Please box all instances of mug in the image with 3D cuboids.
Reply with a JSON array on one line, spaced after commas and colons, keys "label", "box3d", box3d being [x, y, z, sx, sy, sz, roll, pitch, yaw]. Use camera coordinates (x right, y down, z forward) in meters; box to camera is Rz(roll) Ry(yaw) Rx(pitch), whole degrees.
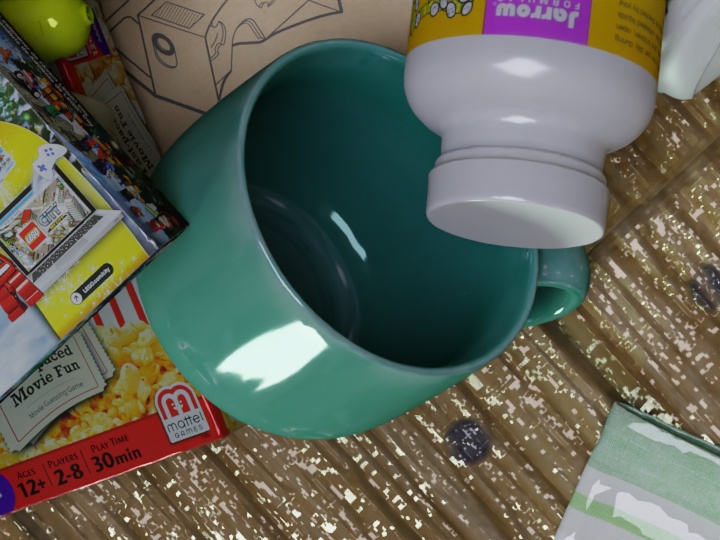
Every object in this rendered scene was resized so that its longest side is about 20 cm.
[{"label": "mug", "box3d": [-0.007, 0.004, 1.248, 0.185, 0.152, 0.114, 41, 138, -15]}]

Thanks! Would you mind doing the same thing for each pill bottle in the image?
[{"label": "pill bottle", "box3d": [0.074, -0.114, 1.209, 0.104, 0.104, 0.200, 4, 77, 12]}]

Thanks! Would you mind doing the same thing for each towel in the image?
[{"label": "towel", "box3d": [0.142, 0.179, 1.315, 0.152, 0.023, 0.200, 25, 103, 8]}]

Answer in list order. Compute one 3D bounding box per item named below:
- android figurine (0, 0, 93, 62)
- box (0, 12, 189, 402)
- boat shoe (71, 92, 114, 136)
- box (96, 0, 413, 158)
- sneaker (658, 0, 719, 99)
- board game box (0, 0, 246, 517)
[{"label": "android figurine", "box3d": [-0.146, -0.166, 1.268, 0.200, 0.041, 0.182, -14, 58, 15]}, {"label": "box", "box3d": [-0.185, -0.004, 1.206, 0.200, 0.038, 0.137, -41, 90, 24]}, {"label": "boat shoe", "box3d": [-0.200, -0.038, 1.258, 0.200, 0.075, 0.068, -1, 78, 28]}, {"label": "box", "box3d": [-0.065, -0.125, 1.313, 0.200, 0.021, 0.164, -10, 97, 13]}, {"label": "sneaker", "box3d": [0.204, -0.133, 1.227, 0.099, 0.078, 0.200, 44, 106, -1]}, {"label": "board game box", "box3d": [-0.147, -0.002, 1.319, 0.151, 0.046, 0.200, -22, 93, 31]}]
